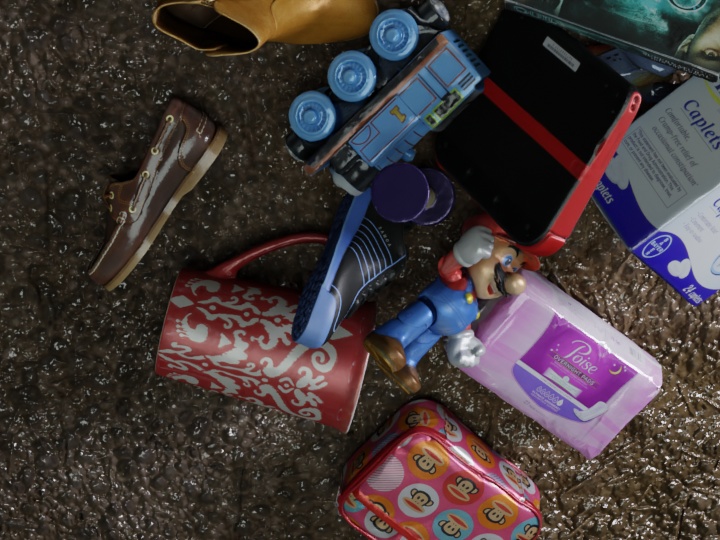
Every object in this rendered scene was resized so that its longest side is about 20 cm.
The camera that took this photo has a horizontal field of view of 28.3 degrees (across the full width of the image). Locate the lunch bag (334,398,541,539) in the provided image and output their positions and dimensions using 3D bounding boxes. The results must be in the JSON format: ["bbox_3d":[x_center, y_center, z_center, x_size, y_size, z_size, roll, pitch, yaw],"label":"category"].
[{"bbox_3d":[0.076,0.252,1.526,0.200,0.082,0.176,38,113,-15],"label":"lunch bag"}]

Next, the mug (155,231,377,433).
[{"bbox_3d":[-0.090,0.054,1.421,0.198,0.179,0.134,13,154,-2],"label":"mug"}]

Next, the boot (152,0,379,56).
[{"bbox_3d":[-0.081,-0.219,1.263,0.199,0.144,0.071,8,116,-5],"label":"boot"}]

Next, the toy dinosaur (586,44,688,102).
[{"bbox_3d":[0.235,-0.185,1.343,0.180,0.201,0.105,19,159,10],"label":"toy dinosaur"}]

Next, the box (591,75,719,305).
[{"bbox_3d":[0.332,-0.086,1.310,0.200,0.105,0.184,-38,147,15],"label":"box"}]

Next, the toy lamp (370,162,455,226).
[{"bbox_3d":[0.053,-0.069,1.309,0.058,0.200,0.059,0,91,9],"label":"toy lamp"}]

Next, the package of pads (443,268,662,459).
[{"bbox_3d":[0.195,0.088,1.449,0.199,0.076,0.121,35,111,-16],"label":"package of pads"}]

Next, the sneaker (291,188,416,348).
[{"bbox_3d":[0.000,0.000,1.346,0.078,0.201,0.070,30,144,-11],"label":"sneaker"}]

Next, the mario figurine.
[{"bbox_3d":[0.102,0.030,1.341,0.106,0.123,0.200,44,83,-2],"label":"mario figurine"}]

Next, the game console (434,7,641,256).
[{"bbox_3d":[0.153,-0.129,1.289,0.031,0.200,0.178,13,116,-40],"label":"game console"}]

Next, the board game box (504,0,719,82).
[{"bbox_3d":[0.241,-0.261,1.249,0.198,0.028,0.136,21,85,10],"label":"board game box"}]

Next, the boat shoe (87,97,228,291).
[{"bbox_3d":[-0.210,-0.075,1.370,0.070,0.070,0.201,31,103,-22],"label":"boat shoe"}]

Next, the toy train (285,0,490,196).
[{"bbox_3d":[0.022,-0.155,1.314,0.200,0.087,0.114,-43,88,17],"label":"toy train"}]
